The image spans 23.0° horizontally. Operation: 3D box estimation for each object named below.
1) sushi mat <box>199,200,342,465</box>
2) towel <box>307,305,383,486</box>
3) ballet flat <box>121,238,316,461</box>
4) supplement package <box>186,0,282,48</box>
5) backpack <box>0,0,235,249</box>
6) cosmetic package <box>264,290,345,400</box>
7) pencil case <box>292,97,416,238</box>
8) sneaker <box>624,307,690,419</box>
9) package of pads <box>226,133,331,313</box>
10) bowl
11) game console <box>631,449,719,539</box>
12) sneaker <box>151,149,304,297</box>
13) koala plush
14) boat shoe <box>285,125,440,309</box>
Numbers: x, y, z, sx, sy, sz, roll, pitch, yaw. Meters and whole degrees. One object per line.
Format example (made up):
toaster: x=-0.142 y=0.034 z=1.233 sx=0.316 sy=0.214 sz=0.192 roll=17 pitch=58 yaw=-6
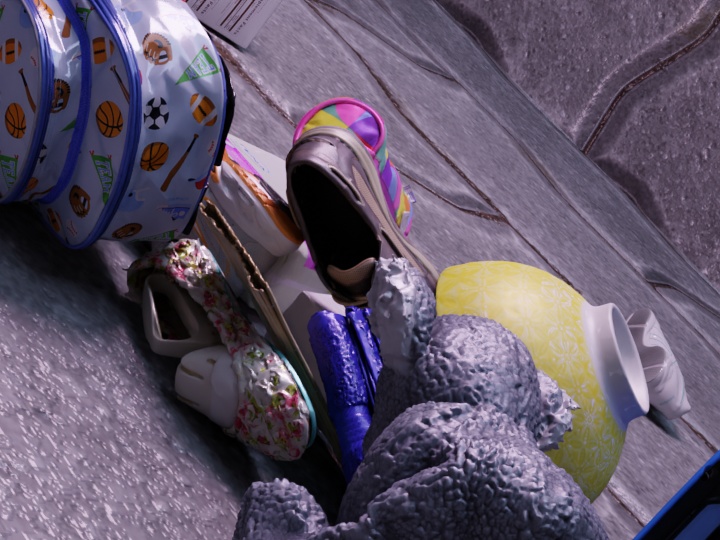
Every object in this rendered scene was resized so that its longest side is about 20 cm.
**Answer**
sushi mat: x=-0.049 y=0.048 z=1.136 sx=0.096 sy=0.012 sz=0.201 roll=55 pitch=-8 yaw=45
towel: x=0.040 y=0.126 z=1.116 sx=0.147 sy=0.049 sz=0.202 roll=31 pitch=36 yaw=-52
ballet flat: x=-0.095 y=0.053 z=1.105 sx=0.063 sy=0.076 sz=0.200 roll=-6 pitch=35 yaw=-28
supplement package: x=-0.185 y=-0.389 z=1.962 sx=0.199 sy=0.147 sz=0.192 roll=28 pitch=19 yaw=-39
backpack: x=-0.170 y=-0.112 z=1.122 sx=0.153 sy=0.202 sz=0.190 roll=-15 pitch=46 yaw=-38
cosmetic package: x=0.023 y=0.103 z=1.263 sx=0.200 sy=0.051 sz=0.082 roll=47 pitch=15 yaw=19
pencil case: x=-0.001 y=-0.075 z=1.544 sx=0.088 sy=0.088 sz=0.200 roll=47 pitch=-5 yaw=22
sneaker: x=0.331 y=0.110 z=2.042 sx=0.081 sy=0.070 sz=0.201 roll=53 pitch=13 yaw=-19
package of pads: x=-0.071 y=-0.033 z=1.370 sx=0.155 sy=0.068 sz=0.200 roll=48 pitch=11 yaw=24
bowl: x=0.138 y=0.077 z=1.231 sx=0.200 sy=0.107 sz=0.202 roll=-20 pitch=90 yaw=-74
game console: x=0.241 y=0.223 z=1.182 sx=0.118 sy=0.200 sz=0.170 roll=47 pitch=16 yaw=23
sneaker: x=-0.132 y=-0.061 z=1.252 sx=0.200 sy=0.092 sz=0.076 roll=48 pitch=10 yaw=25
koala plush: x=0.053 y=0.103 z=0.959 sx=0.177 sy=0.183 sz=0.201 roll=36 pitch=41 yaw=-25
boat shoe: x=0.000 y=0.000 z=1.221 sx=0.201 sy=0.074 sz=0.073 roll=59 pitch=27 yaw=-6
